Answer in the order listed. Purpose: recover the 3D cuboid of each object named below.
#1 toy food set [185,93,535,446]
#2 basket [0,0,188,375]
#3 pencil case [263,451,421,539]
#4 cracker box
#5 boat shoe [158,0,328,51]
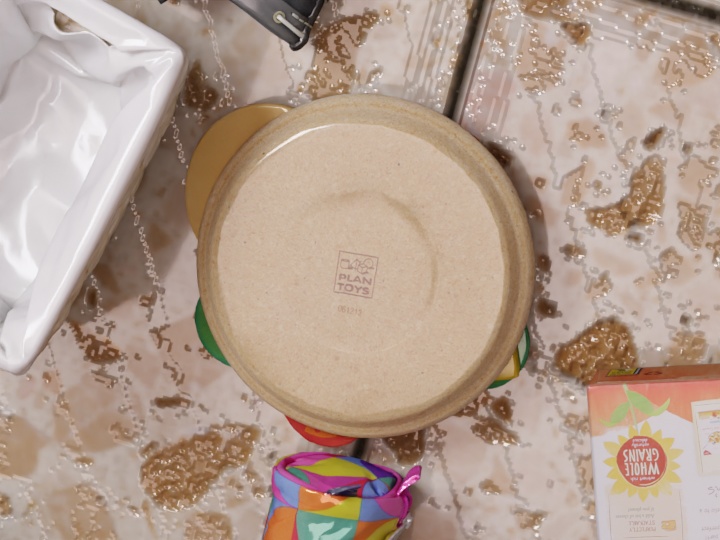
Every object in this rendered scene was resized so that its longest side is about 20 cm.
[{"bbox_3d":[0.000,0.000,1.678,0.199,0.049,0.199,-6,97,11],"label":"toy food set"},{"bbox_3d":[-0.189,-0.060,1.649,0.135,0.123,0.201,28,91,2],"label":"basket"},{"bbox_3d":[-0.022,0.201,1.695,0.088,0.088,0.201,12,102,9],"label":"pencil case"},{"bbox_3d":[0.200,0.153,1.659,0.133,0.058,0.201,-3,97,12],"label":"cracker box"},{"bbox_3d":[-0.110,-0.183,1.659,0.199,0.072,0.068,22,98,5],"label":"boat shoe"}]
